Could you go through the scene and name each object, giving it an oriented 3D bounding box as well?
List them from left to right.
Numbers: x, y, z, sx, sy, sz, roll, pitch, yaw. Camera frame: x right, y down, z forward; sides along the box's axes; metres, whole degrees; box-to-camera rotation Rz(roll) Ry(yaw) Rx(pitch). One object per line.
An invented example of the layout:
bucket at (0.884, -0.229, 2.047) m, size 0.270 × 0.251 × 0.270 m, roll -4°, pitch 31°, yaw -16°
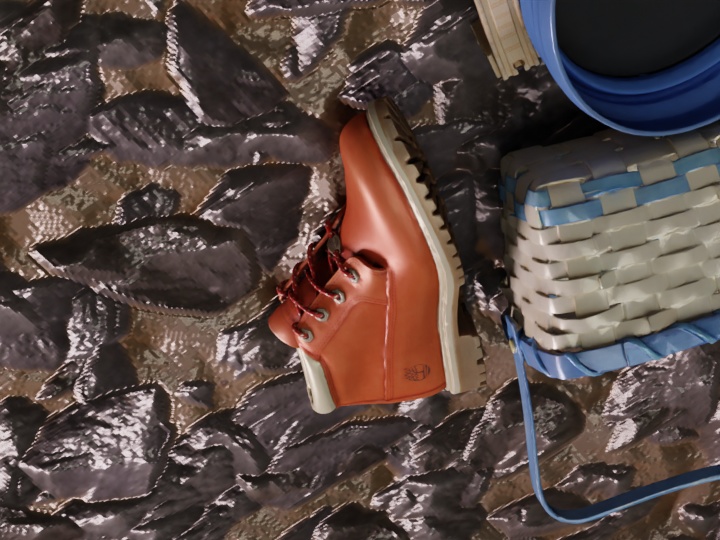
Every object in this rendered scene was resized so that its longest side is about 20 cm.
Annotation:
boot at (0.000, 0.000, 1.220) m, size 0.107 × 0.075 × 0.200 m, roll -13°, pitch 132°, yaw -1°
toy bridge at (0.046, -0.166, 1.099) m, size 0.027 × 0.067 × 0.200 m, roll -24°, pitch 132°, yaw 2°
basket at (0.162, 0.022, 1.229) m, size 0.176 × 0.139 × 0.200 m, roll -14°, pitch 101°, yaw -6°
bowl at (0.160, -0.162, 1.122) m, size 0.201 × 0.039 × 0.201 m, roll -21°, pitch 132°, yaw -26°
